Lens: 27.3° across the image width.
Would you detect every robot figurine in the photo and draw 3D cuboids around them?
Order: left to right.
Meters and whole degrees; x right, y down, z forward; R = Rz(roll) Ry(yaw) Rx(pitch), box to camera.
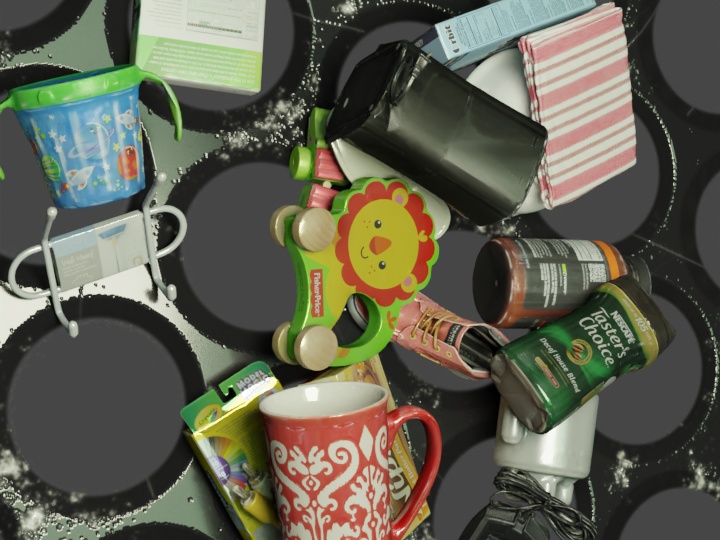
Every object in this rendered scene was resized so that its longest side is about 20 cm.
[{"bbox_3d":[0.216,0.170,1.717,0.169,0.112,0.201,17,79,-55],"label":"robot figurine"}]

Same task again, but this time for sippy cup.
[{"bbox_3d":[-0.282,-0.135,1.526,0.140,0.177,0.131,-36,118,-64],"label":"sippy cup"}]

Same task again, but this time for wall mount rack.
[{"bbox_3d":[-0.260,-0.027,1.517,0.199,0.075,0.174,-21,132,-22],"label":"wall mount rack"}]

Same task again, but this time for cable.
[{"bbox_3d":[-0.057,0.275,1.599,0.097,0.050,0.200,-44,116,-30],"label":"cable"}]

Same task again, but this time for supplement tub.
[{"bbox_3d":[0.239,0.017,1.740,0.199,0.107,0.108,2,86,-23],"label":"supplement tub"}]

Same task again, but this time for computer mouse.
[{"bbox_3d":[0.163,0.316,1.685,0.138,0.053,0.200,35,110,-8],"label":"computer mouse"}]

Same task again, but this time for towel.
[{"bbox_3d":[0.245,-0.184,1.655,0.146,0.030,0.201,-25,117,-31],"label":"towel"}]

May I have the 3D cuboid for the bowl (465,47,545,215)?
[{"bbox_3d":[0.199,-0.149,1.705,0.200,0.090,0.202,-12,112,-32],"label":"bowl"}]

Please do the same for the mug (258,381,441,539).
[{"bbox_3d":[-0.008,0.225,1.506,0.177,0.133,0.201,-3,100,10],"label":"mug"}]

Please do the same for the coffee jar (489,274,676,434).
[{"bbox_3d":[0.248,0.089,1.635,0.200,0.085,0.104,-30,73,-23],"label":"coffee jar"}]

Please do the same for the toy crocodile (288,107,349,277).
[{"bbox_3d":[-0.046,-0.082,1.651,0.067,0.062,0.201,12,82,-22],"label":"toy crocodile"}]

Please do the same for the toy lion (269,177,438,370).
[{"bbox_3d":[0.000,0.000,1.604,0.191,0.069,0.201,-3,95,-33],"label":"toy lion"}]

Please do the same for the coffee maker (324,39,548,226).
[{"bbox_3d":[0.087,-0.137,1.539,0.199,0.192,0.135,28,96,-19],"label":"coffee maker"}]

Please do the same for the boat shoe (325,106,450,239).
[{"bbox_3d":[0.022,-0.111,1.662,0.073,0.062,0.200,-47,117,-5],"label":"boat shoe"}]

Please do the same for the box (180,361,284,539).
[{"bbox_3d":[-0.108,0.209,1.616,0.117,0.048,0.201,-32,101,-21],"label":"box"}]

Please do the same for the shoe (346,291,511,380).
[{"bbox_3d":[0.084,0.064,1.680,0.200,0.091,0.072,30,76,-18],"label":"shoe"}]

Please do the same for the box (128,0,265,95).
[{"bbox_3d":[-0.176,-0.300,1.625,0.144,0.036,0.201,6,83,-22],"label":"box"}]

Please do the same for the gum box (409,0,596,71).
[{"bbox_3d":[0.140,-0.266,1.680,0.199,0.170,0.045,-22,91,-23],"label":"gum box"}]

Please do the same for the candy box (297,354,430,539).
[{"bbox_3d":[0.006,0.199,1.627,0.115,0.055,0.201,-26,100,-63],"label":"candy box"}]
